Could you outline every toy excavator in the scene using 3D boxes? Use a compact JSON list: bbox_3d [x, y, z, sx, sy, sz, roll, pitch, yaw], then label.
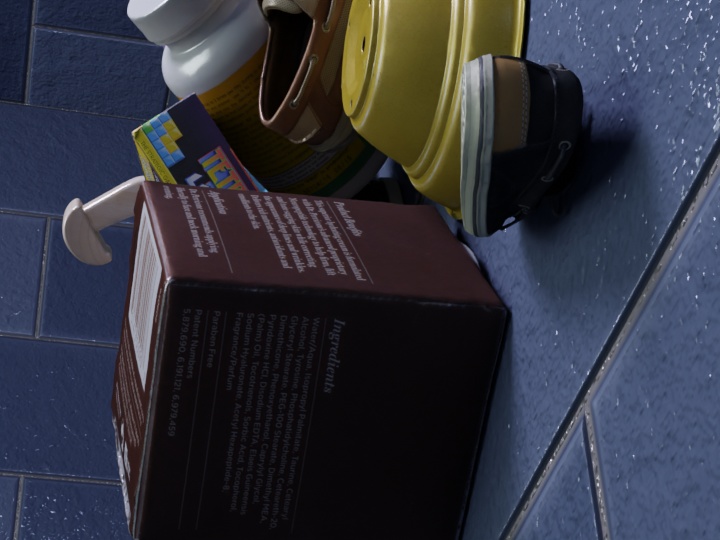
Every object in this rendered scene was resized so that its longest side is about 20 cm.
[{"bbox_3d":[-0.140,-0.055,1.475,0.195,0.199,0.100,-53,15,7],"label":"toy excavator"}]

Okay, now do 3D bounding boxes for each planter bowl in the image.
[{"bbox_3d":[0.036,-0.137,1.041,0.200,0.082,0.203,-173,90,-79],"label":"planter bowl"}]

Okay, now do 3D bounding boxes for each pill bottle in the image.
[{"bbox_3d":[-0.072,-0.142,1.192,0.112,0.200,0.113,-32,30,21],"label":"pill bottle"}]

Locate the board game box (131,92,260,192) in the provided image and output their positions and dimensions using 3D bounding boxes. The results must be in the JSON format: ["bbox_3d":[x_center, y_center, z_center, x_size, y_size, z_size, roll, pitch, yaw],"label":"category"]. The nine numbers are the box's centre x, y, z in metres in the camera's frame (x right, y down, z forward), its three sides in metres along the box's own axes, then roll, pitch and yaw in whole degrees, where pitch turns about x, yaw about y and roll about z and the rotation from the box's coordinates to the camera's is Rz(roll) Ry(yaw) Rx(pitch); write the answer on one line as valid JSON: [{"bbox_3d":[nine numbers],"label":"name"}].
[{"bbox_3d":[-0.092,-0.022,1.187,0.166,0.056,0.200,58,172,6],"label":"board game box"}]

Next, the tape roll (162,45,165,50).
[{"bbox_3d":[-0.081,-0.247,1.397,0.085,0.197,0.203,159,116,-78],"label":"tape roll"}]

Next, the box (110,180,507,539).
[{"bbox_3d":[-0.040,0.056,0.996,0.166,0.197,0.166,-118,36,-65],"label":"box"}]

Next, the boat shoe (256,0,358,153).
[{"bbox_3d":[-0.030,-0.183,1.109,0.075,0.071,0.203,-3,82,54],"label":"boat shoe"}]

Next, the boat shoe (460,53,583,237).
[{"bbox_3d":[0.081,-0.061,0.836,0.200,0.061,0.076,72,-163,-80],"label":"boat shoe"}]

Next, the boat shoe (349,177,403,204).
[{"bbox_3d":[0.000,-0.002,1.188,0.201,0.065,0.075,-96,16,-47],"label":"boat shoe"}]
